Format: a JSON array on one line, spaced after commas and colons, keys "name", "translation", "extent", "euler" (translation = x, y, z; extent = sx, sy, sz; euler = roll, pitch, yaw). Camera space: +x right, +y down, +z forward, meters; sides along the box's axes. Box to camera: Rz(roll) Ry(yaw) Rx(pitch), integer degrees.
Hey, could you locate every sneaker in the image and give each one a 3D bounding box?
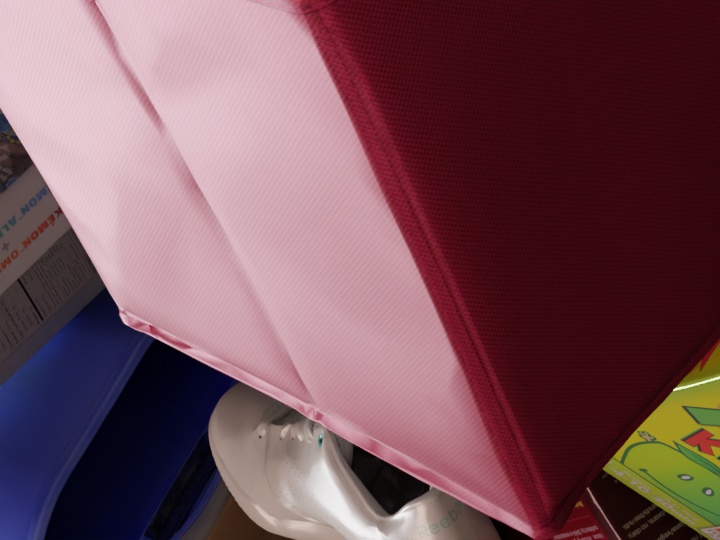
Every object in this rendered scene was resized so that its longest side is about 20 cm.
[{"name": "sneaker", "translation": [-0.005, 0.074, 1.130], "extent": [0.200, 0.075, 0.089], "euler": [32, 152, 50]}]

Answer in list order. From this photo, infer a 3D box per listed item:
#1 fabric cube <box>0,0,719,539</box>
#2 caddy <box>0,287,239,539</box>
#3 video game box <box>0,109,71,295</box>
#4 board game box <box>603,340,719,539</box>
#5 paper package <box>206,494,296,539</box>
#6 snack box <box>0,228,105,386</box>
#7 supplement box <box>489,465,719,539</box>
[{"name": "fabric cube", "translation": [0.016, -0.084, 0.771], "extent": [0.199, 0.196, 0.200], "euler": [23, 150, 42]}, {"name": "caddy", "translation": [-0.096, 0.096, 1.254], "extent": [0.105, 0.201, 0.141], "euler": [13, 155, 42]}, {"name": "video game box", "translation": [-0.201, -0.056, 1.230], "extent": [0.199, 0.182, 0.047], "euler": [24, 153, 43]}, {"name": "board game box", "translation": [0.150, 0.049, 0.937], "extent": [0.101, 0.048, 0.200], "euler": [34, 161, -12]}, {"name": "paper package", "translation": [-0.009, 0.175, 1.256], "extent": [0.103, 0.201, 0.191], "euler": [18, 151, 20]}, {"name": "snack box", "translation": [-0.199, -0.013, 1.277], "extent": [0.168, 0.200, 0.068], "euler": [18, 147, 47]}, {"name": "supplement box", "translation": [0.104, 0.100, 1.078], "extent": [0.201, 0.061, 0.109], "euler": [59, 158, -2]}]
